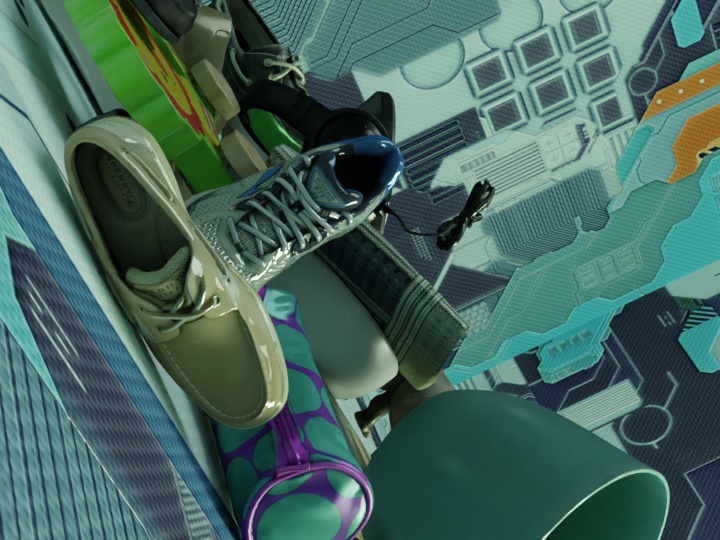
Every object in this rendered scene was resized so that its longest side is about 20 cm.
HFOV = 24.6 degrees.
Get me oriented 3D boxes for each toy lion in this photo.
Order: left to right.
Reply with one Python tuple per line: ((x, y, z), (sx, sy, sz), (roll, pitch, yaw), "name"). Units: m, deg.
((-0.144, -0.134, 1.127), (0.192, 0.069, 0.200), (55, 5, -33), "toy lion")

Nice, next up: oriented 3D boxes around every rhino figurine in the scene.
((0.055, 0.147, 1.338), (0.200, 0.087, 0.060), (62, 0, 39), "rhino figurine")

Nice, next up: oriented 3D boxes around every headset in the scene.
((-0.001, -0.084, 1.251), (0.200, 0.094, 0.124), (36, -14, 13), "headset")

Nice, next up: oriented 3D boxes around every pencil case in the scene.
((-0.055, 0.093, 1.041), (0.200, 0.085, 0.093), (-116, -164, -52), "pencil case")

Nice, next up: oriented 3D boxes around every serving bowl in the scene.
((-0.064, 0.035, 1.309), (0.200, 0.066, 0.200), (41, -14, 13), "serving bowl")

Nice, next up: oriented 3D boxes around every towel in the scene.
((0.000, 0.000, 1.236), (0.193, 0.035, 0.200), (43, -15, 6), "towel")

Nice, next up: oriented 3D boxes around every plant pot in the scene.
((0.095, 0.180, 1.184), (0.161, 0.201, 0.201), (37, -16, 33), "plant pot")

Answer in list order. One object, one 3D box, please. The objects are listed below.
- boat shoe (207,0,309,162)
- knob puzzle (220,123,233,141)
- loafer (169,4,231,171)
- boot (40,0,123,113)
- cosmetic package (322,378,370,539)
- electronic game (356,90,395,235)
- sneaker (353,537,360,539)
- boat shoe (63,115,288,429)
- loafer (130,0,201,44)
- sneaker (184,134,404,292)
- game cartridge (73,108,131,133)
((-0.083, -0.160, 1.391), (0.071, 0.064, 0.200), (-1, 47, -45), "boat shoe")
((-0.127, -0.079, 1.468), (0.220, 0.030, 0.220), (-175, -90, -89), "knob puzzle")
((-0.136, -0.127, 1.352), (0.076, 0.067, 0.200), (-117, -154, -51), "loafer")
((-0.210, -0.205, 1.271), (0.090, 0.073, 0.200), (-130, -159, -62), "boot")
((-0.026, 0.166, 1.301), (0.105, 0.071, 0.200), (64, 0, 26), "cosmetic package")
((0.002, -0.053, 1.396), (0.200, 0.042, 0.200), (-171, -90, -83), "electronic game")
((0.026, 0.279, 1.123), (0.116, 0.075, 0.200), (69, -4, -61), "sneaker")
((-0.108, 0.007, 0.935), (0.200, 0.072, 0.065), (62, 9, -7), "boat shoe")
((-0.140, -0.230, 1.142), (0.072, 0.063, 0.200), (48, 11, -39), "loafer")
((-0.047, -0.041, 1.052), (0.085, 0.200, 0.077), (-29, -84, 48), "sneaker")
((-0.148, -0.045, 1.125), (0.133, 0.040, 0.200), (61, 1, -4), "game cartridge")
